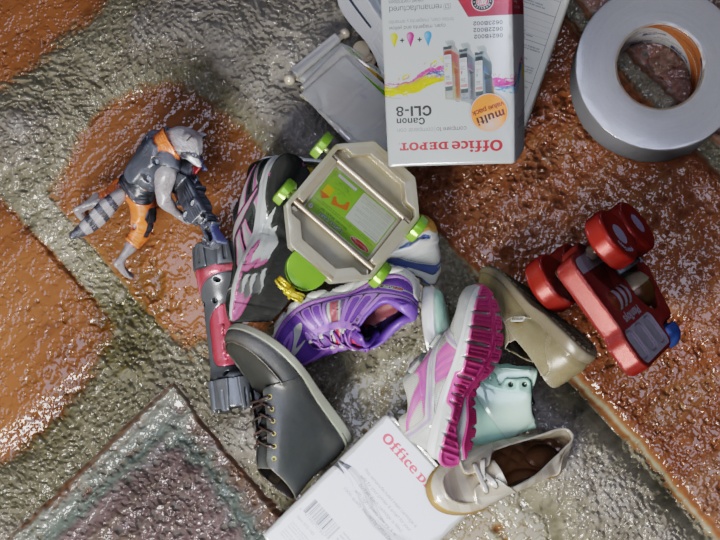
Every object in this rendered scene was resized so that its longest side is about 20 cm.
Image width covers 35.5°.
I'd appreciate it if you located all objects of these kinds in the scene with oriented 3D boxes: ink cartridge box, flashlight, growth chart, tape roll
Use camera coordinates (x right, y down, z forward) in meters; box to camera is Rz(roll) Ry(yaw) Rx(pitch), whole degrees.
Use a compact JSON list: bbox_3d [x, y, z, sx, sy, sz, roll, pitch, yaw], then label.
[{"bbox_3d":[0.106,-0.220,1.240,0.143,0.145,0.203,-1,102,12],"label":"ink cartridge box"},{"bbox_3d":[-0.159,0.066,1.343,0.067,0.068,0.203,-10,80,7],"label":"flashlight"},{"bbox_3d":[0.005,-0.201,1.364,0.144,0.018,0.200,-35,79,-33],"label":"growth chart"},{"bbox_3d":[0.353,-0.235,1.350,0.197,0.066,0.203,0,83,3],"label":"tape roll"},{"bbox_3d":[0.010,0.284,1.293,0.200,0.083,0.145,-43,82,-4],"label":"ink cartridge box"}]

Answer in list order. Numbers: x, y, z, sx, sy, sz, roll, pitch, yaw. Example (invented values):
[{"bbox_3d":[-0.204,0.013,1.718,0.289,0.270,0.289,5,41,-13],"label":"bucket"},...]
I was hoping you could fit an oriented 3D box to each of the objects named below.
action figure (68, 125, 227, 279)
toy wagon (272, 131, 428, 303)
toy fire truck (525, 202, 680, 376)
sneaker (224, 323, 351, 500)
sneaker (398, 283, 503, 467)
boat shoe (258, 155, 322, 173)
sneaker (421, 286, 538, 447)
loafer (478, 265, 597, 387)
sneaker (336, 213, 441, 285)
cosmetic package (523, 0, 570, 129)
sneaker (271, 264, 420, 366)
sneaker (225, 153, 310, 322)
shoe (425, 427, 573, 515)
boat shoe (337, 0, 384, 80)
[{"bbox_3d":[-0.245,-0.085,1.330,0.194,0.104,0.200,-49,53,13],"label":"action figure"},{"bbox_3d":[-0.025,-0.050,1.257,0.155,0.040,0.201,40,78,-5],"label":"toy wagon"},{"bbox_3d":[0.289,0.026,1.262,0.112,0.199,0.169,-38,80,29],"label":"toy fire truck"},{"bbox_3d":[-0.103,0.160,1.282,0.200,0.075,0.106,49,60,-11],"label":"sneaker"},{"bbox_3d":[0.092,0.108,1.239,0.087,0.081,0.202,13,79,36],"label":"sneaker"},{"bbox_3d":[-0.034,-0.103,1.347,0.199,0.086,0.076,16,84,6],"label":"boat shoe"},{"bbox_3d":[0.142,0.103,1.312,0.117,0.074,0.203,-17,91,8],"label":"sneaker"},{"bbox_3d":[0.185,0.061,1.277,0.076,0.200,0.068,29,102,-36],"label":"loafer"},{"bbox_3d":[0.000,0.000,1.334,0.197,0.075,0.089,-12,111,9],"label":"sneaker"},{"bbox_3d":[0.175,-0.260,1.330,0.102,0.073,0.202,21,104,6],"label":"cosmetic package"},{"bbox_3d":[-0.021,0.064,1.299,0.199,0.084,0.081,-29,125,21],"label":"sneaker"},{"bbox_3d":[-0.115,-0.036,1.304,0.080,0.086,0.202,20,84,-37],"label":"sneaker"},{"bbox_3d":[0.159,0.218,1.259,0.198,0.054,0.070,-13,63,-32],"label":"shoe"},{"bbox_3d":[0.052,-0.282,1.371,0.070,0.072,0.201,-26,81,-34],"label":"boat shoe"}]
